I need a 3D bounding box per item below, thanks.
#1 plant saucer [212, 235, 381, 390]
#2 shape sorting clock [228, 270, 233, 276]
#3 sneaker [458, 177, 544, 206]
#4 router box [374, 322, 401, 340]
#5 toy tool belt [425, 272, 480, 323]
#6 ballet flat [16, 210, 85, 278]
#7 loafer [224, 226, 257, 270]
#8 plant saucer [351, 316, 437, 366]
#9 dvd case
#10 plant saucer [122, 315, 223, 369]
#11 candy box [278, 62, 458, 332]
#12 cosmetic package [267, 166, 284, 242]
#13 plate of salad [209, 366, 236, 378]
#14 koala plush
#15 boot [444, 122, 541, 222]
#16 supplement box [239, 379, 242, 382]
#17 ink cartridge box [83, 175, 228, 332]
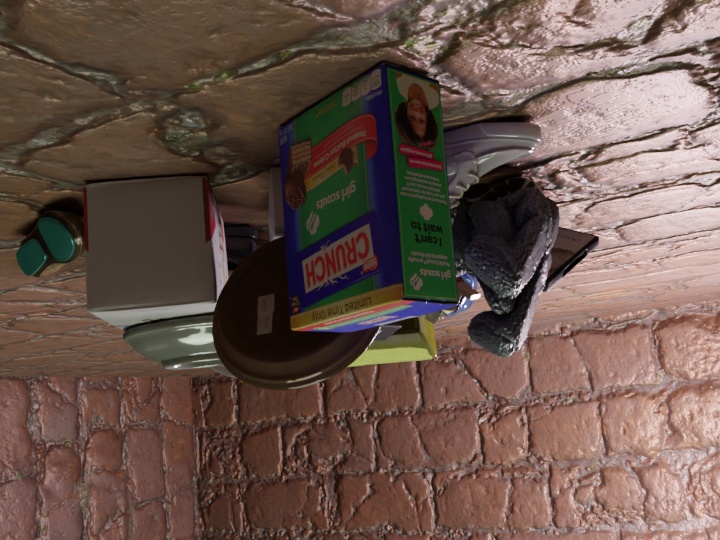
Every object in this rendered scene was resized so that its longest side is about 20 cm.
[{"bbox_3d":[-0.068,0.032,0.864,0.196,0.203,0.030,-8,141,13],"label":"plant saucer"},{"bbox_3d":[-0.200,0.060,1.216,0.196,0.040,0.201,2,147,1],"label":"shape sorting clock"},{"bbox_3d":[0.159,-0.066,1.107,0.197,0.080,0.090,-10,172,26],"label":"sneaker"},{"bbox_3d":[-0.039,0.037,1.327,0.198,0.151,0.051,5,143,-44],"label":"router box"},{"bbox_3d":[0.156,0.025,1.352,0.121,0.127,0.199,7,-172,21],"label":"toy tool belt"},{"bbox_3d":[-0.378,-0.042,1.036,0.065,0.071,0.198,-32,-168,-39],"label":"ballet flat"},{"bbox_3d":[-0.243,-0.023,1.154,0.196,0.064,0.072,-5,168,-3],"label":"loafer"},{"bbox_3d":[0.027,0.062,1.434,0.196,0.203,0.048,-5,151,-4],"label":"plant saucer"},{"bbox_3d":[0.232,-0.028,1.137,0.141,0.018,0.199,16,-153,31],"label":"dvd case"},{"bbox_3d":[-0.201,0.095,1.047,0.196,0.051,0.200,-6,170,-1],"label":"plant saucer"},{"bbox_3d":[0.001,-0.055,0.739,0.076,0.204,0.168,3,166,-38],"label":"candy box"},{"bbox_3d":[-0.062,-0.066,1.002,0.100,0.075,0.200,-4,168,-7],"label":"cosmetic package"},{"bbox_3d":[-0.181,0.077,1.334,0.196,0.204,0.048,-6,162,5],"label":"plate of salad"},{"bbox_3d":[0.125,-0.031,0.991,0.197,0.185,0.179,16,145,22],"label":"koala plush"},{"bbox_3d":[0.097,-0.094,0.868,0.196,0.097,0.073,-8,169,14],"label":"boot"},{"bbox_3d":[-0.147,0.086,1.405,0.107,0.204,0.109,-8,170,14],"label":"supplement box"},{"bbox_3d":[-0.238,-0.012,0.991,0.142,0.148,0.200,-5,170,-6],"label":"ink cartridge box"}]
